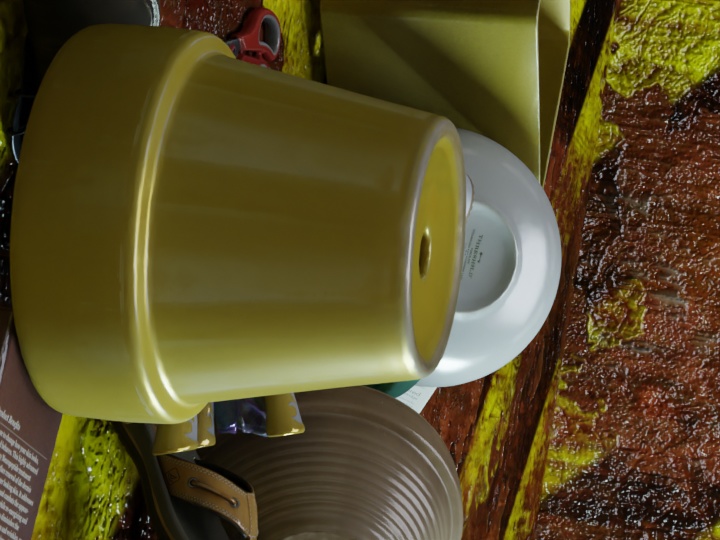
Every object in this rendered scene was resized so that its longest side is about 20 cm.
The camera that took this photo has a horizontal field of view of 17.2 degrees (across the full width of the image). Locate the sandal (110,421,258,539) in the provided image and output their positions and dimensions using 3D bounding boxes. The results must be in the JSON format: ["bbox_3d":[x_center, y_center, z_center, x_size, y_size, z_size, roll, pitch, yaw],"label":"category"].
[{"bbox_3d":[-0.095,0.135,1.459,0.082,0.054,0.201,34,27,-61],"label":"sandal"}]

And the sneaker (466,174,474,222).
[{"bbox_3d":[0.000,0.000,1.686,0.108,0.070,0.201,31,81,-48],"label":"sneaker"}]

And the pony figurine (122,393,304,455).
[{"bbox_3d":[-0.089,0.004,1.424,0.193,0.166,0.201,-4,84,-51],"label":"pony figurine"}]

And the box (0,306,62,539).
[{"bbox_3d":[-0.208,0.121,1.161,0.100,0.075,0.201,61,42,-68],"label":"box"}]

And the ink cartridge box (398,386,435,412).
[{"bbox_3d":[0.038,0.016,1.898,0.200,0.116,0.067,119,-5,-48],"label":"ink cartridge box"}]

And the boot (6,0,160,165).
[{"bbox_3d":[-0.148,-0.103,1.263,0.200,0.074,0.097,71,27,-67],"label":"boot"}]

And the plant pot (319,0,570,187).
[{"bbox_3d":[0.068,-0.197,1.883,0.201,0.175,0.201,84,14,-47],"label":"plant pot"}]

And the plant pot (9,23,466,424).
[{"bbox_3d":[-0.051,-0.017,1.188,0.201,0.188,0.202,6,90,-76],"label":"plant pot"}]

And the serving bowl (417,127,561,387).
[{"bbox_3d":[0.067,-0.011,1.791,0.066,0.199,0.201,180,-80,-71],"label":"serving bowl"}]

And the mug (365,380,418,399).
[{"bbox_3d":[-0.047,0.042,1.584,0.185,0.151,0.115,-122,-145,-64],"label":"mug"}]

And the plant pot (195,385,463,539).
[{"bbox_3d":[-0.030,0.177,1.528,0.093,0.200,0.202,-95,-175,-59],"label":"plant pot"}]

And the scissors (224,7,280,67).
[{"bbox_3d":[-0.087,-0.157,1.629,0.200,0.014,0.074,25,77,-75],"label":"scissors"}]
